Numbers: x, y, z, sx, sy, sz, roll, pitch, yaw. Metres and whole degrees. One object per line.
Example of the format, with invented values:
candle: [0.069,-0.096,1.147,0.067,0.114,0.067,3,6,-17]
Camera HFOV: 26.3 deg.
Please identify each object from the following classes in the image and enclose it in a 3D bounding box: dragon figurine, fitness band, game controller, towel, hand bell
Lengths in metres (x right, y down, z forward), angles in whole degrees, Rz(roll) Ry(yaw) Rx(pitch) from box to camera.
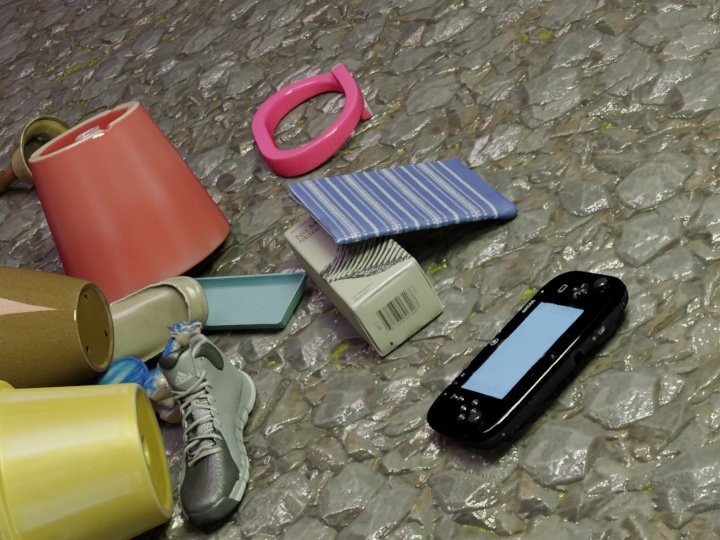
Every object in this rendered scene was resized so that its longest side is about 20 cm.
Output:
dragon figurine: [-0.233,0.129,1.563,0.199,0.059,0.100,-33,31,-1]
fitness band: [-0.062,-0.184,1.864,0.143,0.038,0.200,-32,30,3]
game controller: [0.142,0.073,1.318,0.200,0.042,0.104,-44,33,-19]
towel: [0.041,-0.067,1.540,0.198,0.024,0.145,-10,27,-21]
hand bell: [-0.482,-0.138,2.153,0.199,0.104,0.105,-17,33,44]

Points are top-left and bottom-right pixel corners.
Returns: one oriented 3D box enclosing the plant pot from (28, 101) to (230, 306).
plant pot: [-0.270,-0.079,1.727,0.199,0.179,0.201,-24,17,8]

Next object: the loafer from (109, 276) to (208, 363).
loafer: [-0.247,0.069,1.631,0.199,0.076,0.068,-28,-2,26]

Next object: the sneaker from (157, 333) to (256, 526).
sneaker: [-0.156,0.135,1.430,0.074,0.116,0.201,-23,32,15]

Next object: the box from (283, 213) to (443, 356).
box: [0.000,0.000,1.521,0.082,0.069,0.200,-37,31,-6]

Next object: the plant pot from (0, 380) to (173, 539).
plant pot: [-0.278,0.188,1.411,0.187,0.202,0.201,-15,32,1]

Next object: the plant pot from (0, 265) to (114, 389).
plant pot: [-0.360,0.072,1.568,0.198,0.188,0.187,-9,37,15]

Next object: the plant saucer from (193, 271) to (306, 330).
plant saucer: [-0.141,0.036,1.643,0.199,0.019,0.070,-4,47,41]
